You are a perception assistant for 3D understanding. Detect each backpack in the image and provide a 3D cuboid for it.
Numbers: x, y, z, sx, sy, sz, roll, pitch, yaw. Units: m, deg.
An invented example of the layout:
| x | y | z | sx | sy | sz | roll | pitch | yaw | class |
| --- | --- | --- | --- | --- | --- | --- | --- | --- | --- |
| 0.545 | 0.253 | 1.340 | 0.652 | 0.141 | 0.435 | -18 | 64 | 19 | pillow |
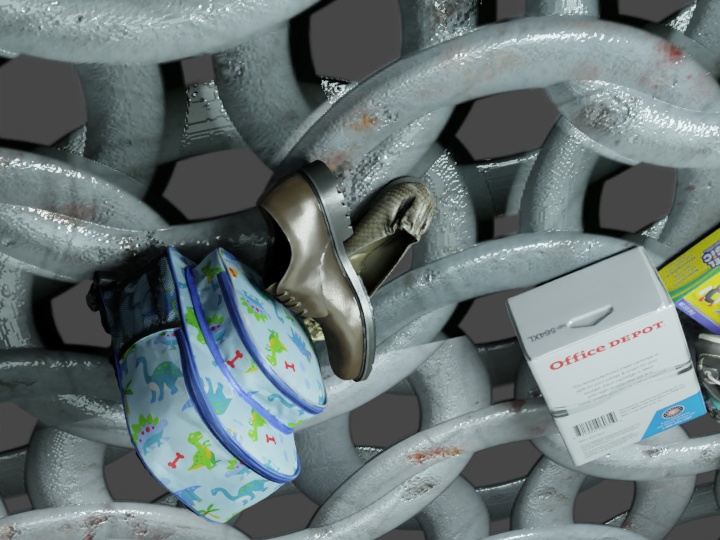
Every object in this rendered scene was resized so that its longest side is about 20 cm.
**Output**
| x | y | z | sx | sy | sz | roll | pitch | yaw | class |
| --- | --- | --- | --- | --- | --- | --- | --- | --- | --- |
| -0.119 | 0.092 | 1.288 | 0.147 | 0.200 | 0.183 | -29 | 137 | 16 | backpack |

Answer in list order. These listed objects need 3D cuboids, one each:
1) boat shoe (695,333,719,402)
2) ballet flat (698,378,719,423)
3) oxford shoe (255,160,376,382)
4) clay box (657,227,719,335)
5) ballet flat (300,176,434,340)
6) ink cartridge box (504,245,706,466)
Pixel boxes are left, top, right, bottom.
| x | y | z | sx | sy | sz | roll | pitch | yaw | class |
| --- | --- | --- | --- | --- | --- | --- | --- | --- | --- |
| 0.363 | 0.101 | 1.505 | 0.067 | 0.057 | 0.200 | 11 | 175 | 21 | boat shoe |
| 0.446 | 0.152 | 1.656 | 0.200 | 0.072 | 0.072 | 12 | 131 | -30 | ballet flat |
| -0.043 | 0.012 | 1.288 | 0.084 | 0.073 | 0.201 | -26 | 115 | -19 | oxford shoe |
| 0.397 | -0.019 | 1.465 | 0.200 | 0.048 | 0.115 | -37 | 138 | 23 | clay box |
| 0.000 | 0.000 | 1.349 | 0.067 | 0.046 | 0.200 | 19 | 127 | -33 | ballet flat |
| 0.241 | 0.085 | 1.497 | 0.146 | 0.084 | 0.200 | -22 | 138 | 6 | ink cartridge box |
